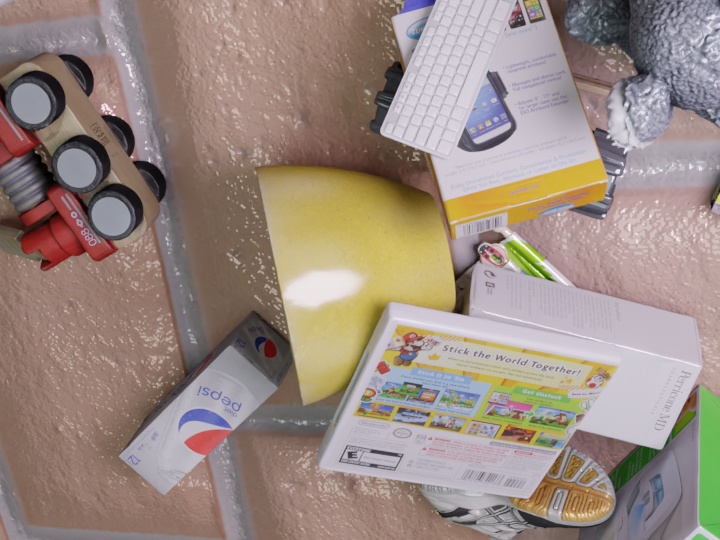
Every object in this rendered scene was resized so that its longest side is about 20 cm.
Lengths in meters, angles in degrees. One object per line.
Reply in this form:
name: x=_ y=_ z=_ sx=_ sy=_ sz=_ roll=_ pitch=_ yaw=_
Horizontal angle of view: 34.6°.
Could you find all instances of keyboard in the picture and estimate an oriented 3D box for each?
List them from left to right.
keyboard: x=0.077 y=-0.177 z=0.857 sx=0.056 sy=0.201 sz=0.011 roll=19 pitch=165 yaw=13

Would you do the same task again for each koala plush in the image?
koala plush: x=0.237 y=-0.163 z=0.773 sx=0.184 sy=0.200 sz=0.177 roll=48 pitch=119 yaw=0

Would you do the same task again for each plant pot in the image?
plant pot: x=0.000 y=0.000 z=0.966 sx=0.141 sy=0.200 sz=0.202 roll=-11 pitch=116 yaw=-4

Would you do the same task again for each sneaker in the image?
sneaker: x=0.150 y=0.210 z=1.077 sx=0.199 sy=0.076 sz=0.088 roll=4 pitch=135 yaw=37

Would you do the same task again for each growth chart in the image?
growth chart: x=0.121 y=0.061 z=1.046 sx=0.144 sy=0.018 sz=0.200 roll=36 pitch=122 yaw=-5

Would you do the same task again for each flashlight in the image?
flashlight: x=0.106 y=-0.100 z=0.904 sx=0.198 sy=0.068 sz=0.069 roll=18 pitch=111 yaw=9

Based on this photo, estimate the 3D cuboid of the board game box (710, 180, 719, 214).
board game box: x=0.389 y=-0.063 z=0.896 sx=0.198 sy=0.032 sz=0.121 roll=22 pitch=117 yaw=5

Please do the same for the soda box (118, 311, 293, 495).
soda box: x=-0.151 y=0.132 z=1.134 sx=0.063 sy=0.068 sz=0.200 roll=42 pitch=120 yaw=-8

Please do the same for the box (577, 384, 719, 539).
box: x=0.269 y=0.231 z=0.985 sx=0.096 sy=0.200 sz=0.177 roll=35 pitch=122 yaw=-3

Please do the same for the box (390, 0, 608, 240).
box: x=0.098 y=-0.132 z=0.865 sx=0.118 sy=0.202 sz=0.042 roll=-14 pitch=157 yaw=2

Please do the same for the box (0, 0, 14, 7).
box: x=-0.250 y=-0.320 z=0.850 sx=0.170 sy=0.200 sz=0.200 roll=-21 pitch=110 yaw=23

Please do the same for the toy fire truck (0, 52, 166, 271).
toy fire truck: x=-0.299 y=-0.079 z=1.051 sx=0.199 sy=0.129 sz=0.177 roll=-29 pitch=106 yaw=17

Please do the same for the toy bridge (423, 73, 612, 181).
toy bridge: x=0.138 y=-0.124 z=0.938 sx=0.198 sy=0.027 sz=0.068 roll=-10 pitch=111 yaw=21

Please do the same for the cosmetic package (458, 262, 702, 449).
cosmetic package: x=0.177 y=0.073 z=0.983 sx=0.198 sy=0.074 sz=0.102 roll=14 pitch=125 yaw=0

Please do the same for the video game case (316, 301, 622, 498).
video game case: x=0.085 y=0.111 z=0.940 sx=0.198 sy=0.023 sz=0.183 roll=11 pitch=130 yaw=-16
